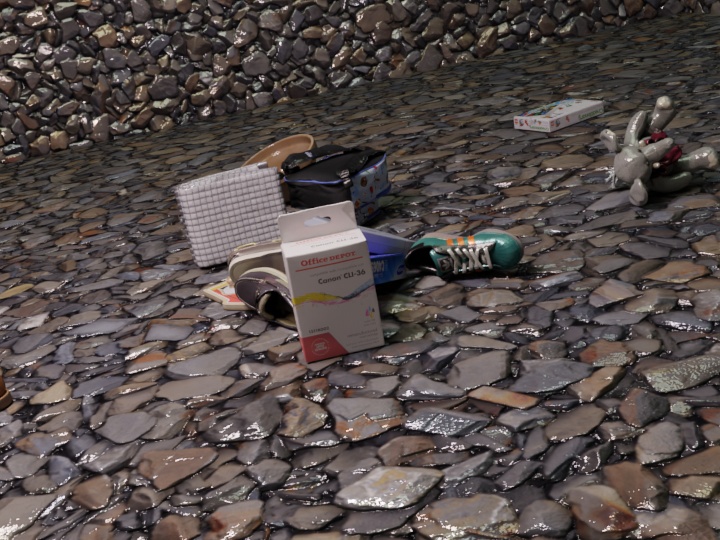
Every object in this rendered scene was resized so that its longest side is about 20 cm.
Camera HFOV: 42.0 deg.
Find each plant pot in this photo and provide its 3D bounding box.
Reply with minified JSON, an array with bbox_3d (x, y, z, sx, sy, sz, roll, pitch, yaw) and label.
[{"bbox_3d":[-0.175,-0.218,2.135,0.200,0.093,0.201,-22,28,12],"label":"plant pot"}]

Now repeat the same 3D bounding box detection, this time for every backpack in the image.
[{"bbox_3d":[-0.032,-0.172,1.888,0.200,0.154,0.190,15,39,39],"label":"backpack"}]

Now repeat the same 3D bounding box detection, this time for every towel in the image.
[{"bbox_3d":[-0.244,-0.111,1.809,0.200,0.166,0.086,-18,15,-20],"label":"towel"}]

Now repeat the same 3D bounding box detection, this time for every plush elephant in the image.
[{"bbox_3d":[0.518,-0.204,1.694,0.200,0.165,0.155,-33,-5,25],"label":"plush elephant"}]

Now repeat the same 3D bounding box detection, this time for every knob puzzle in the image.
[{"bbox_3d":[-0.150,0.018,1.603,0.219,0.031,0.220,-9,20,3],"label":"knob puzzle"}]

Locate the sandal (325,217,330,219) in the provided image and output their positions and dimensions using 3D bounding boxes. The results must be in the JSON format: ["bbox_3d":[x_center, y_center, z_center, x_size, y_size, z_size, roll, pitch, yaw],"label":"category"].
[{"bbox_3d":[-0.051,-0.039,1.706,0.075,0.045,0.200,-16,34,0],"label":"sandal"}]

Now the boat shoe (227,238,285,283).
[{"bbox_3d":[-0.121,-0.021,1.562,0.199,0.072,0.060,-9,33,-8],"label":"boat shoe"}]

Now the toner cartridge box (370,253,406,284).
[{"bbox_3d":[0.000,0.000,1.466,0.095,0.043,0.200,-3,2,19],"label":"toner cartridge box"}]

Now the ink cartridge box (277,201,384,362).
[{"bbox_3d":[-0.042,0.015,1.303,0.116,0.201,0.068,-13,20,-6],"label":"ink cartridge box"}]

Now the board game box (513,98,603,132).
[{"bbox_3d":[0.508,-0.399,2.405,0.200,0.035,0.126,-22,23,-30],"label":"board game box"}]

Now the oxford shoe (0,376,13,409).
[{"bbox_3d":[-0.604,0.170,1.361,0.199,0.071,0.071,-8,21,11],"label":"oxford shoe"}]

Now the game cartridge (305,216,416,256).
[{"bbox_3d":[-0.006,-0.057,1.599,0.200,0.041,0.133,11,3,-40],"label":"game cartridge"}]

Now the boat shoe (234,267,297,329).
[{"bbox_3d":[-0.132,0.046,1.453,0.200,0.072,0.065,18,31,38],"label":"boat shoe"}]

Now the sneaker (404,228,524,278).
[{"bbox_3d":[0.161,-0.019,1.499,0.200,0.072,0.080,-1,26,39],"label":"sneaker"}]
